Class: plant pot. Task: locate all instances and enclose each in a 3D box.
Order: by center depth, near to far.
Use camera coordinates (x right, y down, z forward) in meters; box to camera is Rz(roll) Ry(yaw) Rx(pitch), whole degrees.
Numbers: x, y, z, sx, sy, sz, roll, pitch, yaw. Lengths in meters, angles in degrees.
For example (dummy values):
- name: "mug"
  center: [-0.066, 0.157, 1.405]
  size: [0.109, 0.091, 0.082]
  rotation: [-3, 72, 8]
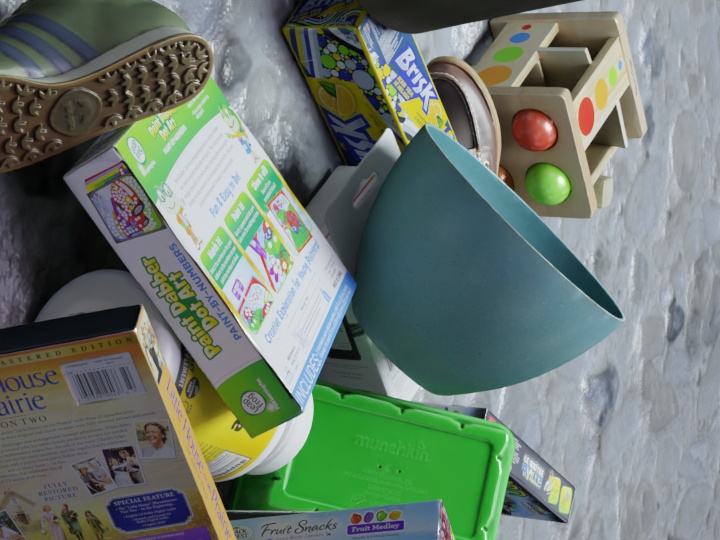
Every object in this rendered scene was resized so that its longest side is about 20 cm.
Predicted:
- name: "plant pot"
  center: [0.073, 0.011, 1.350]
  size: [0.135, 0.200, 0.200]
  rotation: [-46, 148, 10]

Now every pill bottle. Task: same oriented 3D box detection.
- name: "pill bottle"
  center: [-0.116, 0.075, 1.213]
  size: [0.200, 0.112, 0.113]
  rotation: [27, 70, -58]

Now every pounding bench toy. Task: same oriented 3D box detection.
- name: "pounding bench toy"
  center: [0.167, -0.103, 1.660]
  size: [0.156, 0.124, 0.200]
  rotation: [-54, 137, -42]

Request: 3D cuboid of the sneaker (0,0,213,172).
- name: "sneaker"
  center: [-0.193, -0.116, 1.096]
  size: [0.200, 0.090, 0.067]
  rotation: [-19, 134, -22]

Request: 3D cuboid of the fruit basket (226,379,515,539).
- name: "fruit basket"
  center: [0.004, 0.170, 1.390]
  size: [0.216, 0.215, 0.156]
  rotation: [36, 63, -55]

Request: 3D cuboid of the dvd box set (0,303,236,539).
- name: "dvd box set"
  center: [-0.166, 0.118, 1.106]
  size: [0.029, 0.146, 0.200]
  rotation: [-83, 158, -56]

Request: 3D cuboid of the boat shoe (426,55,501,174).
- name: "boat shoe"
  center: [0.080, -0.077, 1.570]
  size: [0.070, 0.070, 0.200]
  rotation: [-51, 135, -50]

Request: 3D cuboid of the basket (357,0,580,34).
- name: "basket"
  center: [0.088, -0.247, 1.317]
  size: [0.136, 0.200, 0.181]
  rotation: [-27, 95, -39]

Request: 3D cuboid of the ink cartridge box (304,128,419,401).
- name: "ink cartridge box"
  center: [0.000, 0.000, 1.444]
  size: [0.116, 0.068, 0.200]
  rotation: [-54, 137, -40]

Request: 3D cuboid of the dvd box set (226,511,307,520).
- name: "dvd box set"
  center: [-0.015, 0.233, 1.329]
  size: [0.200, 0.146, 0.029]
  rotation: [70, 25, -50]

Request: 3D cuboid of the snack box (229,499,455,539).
- name: "snack box"
  center: [-0.010, 0.234, 1.227]
  size: [0.200, 0.168, 0.068]
  rotation: [73, 15, -48]

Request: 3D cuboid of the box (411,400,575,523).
- name: "box"
  center: [0.094, 0.161, 1.579]
  size: [0.200, 0.110, 0.035]
  rotation: [42, 58, -52]

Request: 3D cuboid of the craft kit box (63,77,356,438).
- name: "craft kit box"
  center: [-0.087, -0.022, 1.187]
  size: [0.198, 0.048, 0.200]
  rotation: [58, 20, -14]

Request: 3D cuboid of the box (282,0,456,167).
- name: "box"
  center: [0.015, -0.131, 1.454]
  size: [0.064, 0.070, 0.200]
  rotation: [-60, 141, -35]
